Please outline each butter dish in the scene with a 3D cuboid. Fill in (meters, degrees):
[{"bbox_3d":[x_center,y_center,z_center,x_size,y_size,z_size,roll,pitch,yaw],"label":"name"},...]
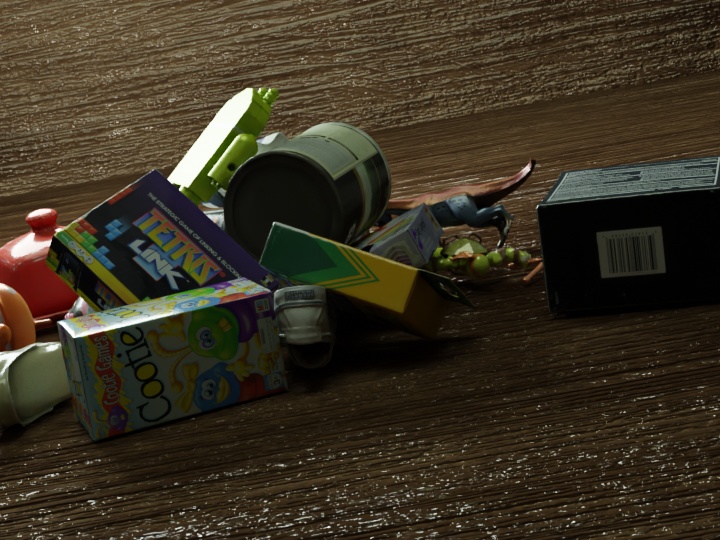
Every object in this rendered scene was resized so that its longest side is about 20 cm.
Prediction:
[{"bbox_3d":[-0.422,-0.010,2.010,0.198,0.150,0.199,-15,12,-23],"label":"butter dish"}]

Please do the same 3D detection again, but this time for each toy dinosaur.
[{"bbox_3d":[0.108,-0.080,1.915,0.180,0.202,0.105,23,-1,5],"label":"toy dinosaur"}]

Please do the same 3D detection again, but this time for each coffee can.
[{"bbox_3d":[-0.059,-0.087,1.745,0.144,0.148,0.200,-6,13,20],"label":"coffee can"}]

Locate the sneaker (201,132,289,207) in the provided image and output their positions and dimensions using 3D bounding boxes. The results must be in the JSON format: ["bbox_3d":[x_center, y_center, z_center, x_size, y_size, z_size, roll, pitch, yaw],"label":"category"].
[{"bbox_3d":[-0.171,-0.110,1.893,0.145,0.081,0.200,-24,10,20],"label":"sneaker"}]

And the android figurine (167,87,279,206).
[{"bbox_3d":[-0.170,-0.142,1.768,0.201,0.041,0.182,-53,19,-9],"label":"android figurine"}]

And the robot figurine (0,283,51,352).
[{"bbox_3d":[-0.459,0.080,1.680,0.198,0.117,0.144,-18,-29,-33],"label":"robot figurine"}]

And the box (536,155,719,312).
[{"bbox_3d":[0.306,-0.042,1.589,0.197,0.125,0.198,-5,13,17],"label":"box"}]

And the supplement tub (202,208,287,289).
[{"bbox_3d":[-0.176,-0.018,1.896,0.197,0.124,0.122,-6,12,21],"label":"supplement tub"}]

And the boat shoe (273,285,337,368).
[{"bbox_3d":[-0.056,0.067,1.507,0.070,0.071,0.200,-4,-11,-3],"label":"boat shoe"}]

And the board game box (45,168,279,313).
[{"bbox_3d":[-0.215,0.003,1.604,0.165,0.200,0.057,-40,-13,-40],"label":"board game box"}]

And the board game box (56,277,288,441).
[{"bbox_3d":[-0.186,0.084,1.455,0.198,0.104,0.105,-14,12,-19],"label":"board game box"}]

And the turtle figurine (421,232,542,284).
[{"bbox_3d":[0.111,-0.013,1.765,0.197,0.065,0.161,-14,12,-18],"label":"turtle figurine"}]

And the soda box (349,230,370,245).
[{"bbox_3d":[-0.050,-0.040,2.031,0.063,0.069,0.200,-14,12,-21],"label":"soda box"}]

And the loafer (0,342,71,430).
[{"bbox_3d":[-0.336,0.110,1.531,0.067,0.077,0.200,-14,10,10],"label":"loafer"}]

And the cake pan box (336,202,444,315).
[{"bbox_3d":[0.000,0.000,1.693,0.183,0.053,0.200,-32,6,15],"label":"cake pan box"}]

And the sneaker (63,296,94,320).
[{"bbox_3d":[-0.335,0.057,1.847,0.095,0.080,0.200,-31,8,8],"label":"sneaker"}]

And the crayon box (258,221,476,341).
[{"bbox_3d":[0.009,0.017,1.509,0.198,0.052,0.126,17,-9,22],"label":"crayon box"}]
